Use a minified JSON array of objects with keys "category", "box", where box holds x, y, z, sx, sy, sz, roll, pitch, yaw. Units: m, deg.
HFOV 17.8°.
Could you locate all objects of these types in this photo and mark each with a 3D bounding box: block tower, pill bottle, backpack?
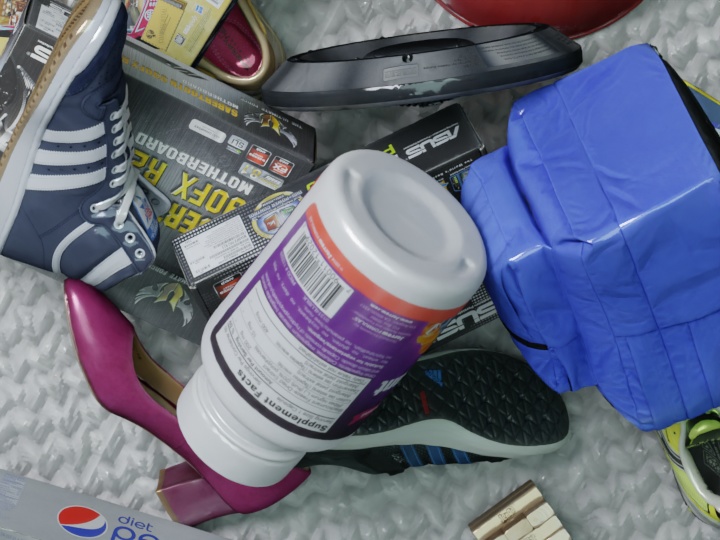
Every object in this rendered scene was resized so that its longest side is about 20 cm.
[{"category":"block tower","box":[0.147,0.237,1.496,0.058,0.054,0.200,-35,92,0]},{"category":"pill bottle","box":[-0.024,0.035,1.340,0.111,0.112,0.200,38,123,-2]},{"category":"backpack","box":[0.162,-0.006,1.378,0.167,0.163,0.200,-23,132,11]}]

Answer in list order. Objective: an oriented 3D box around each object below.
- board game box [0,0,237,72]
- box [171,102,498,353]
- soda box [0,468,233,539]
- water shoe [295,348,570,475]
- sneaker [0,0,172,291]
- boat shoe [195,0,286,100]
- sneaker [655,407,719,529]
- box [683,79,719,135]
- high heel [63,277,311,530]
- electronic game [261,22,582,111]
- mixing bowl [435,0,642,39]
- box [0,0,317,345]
[{"category":"board game box","box":[-0.171,-0.147,1.442,0.135,0.035,0.200,35,118,-2]},{"category":"box","box":[0.000,0.000,1.441,0.199,0.161,0.044,-25,49,-2]},{"category":"soda box","box":[-0.152,0.197,1.470,0.199,0.064,0.069,17,118,-2]},{"category":"water shoe","box":[0.039,0.094,1.486,0.199,0.079,0.072,5,63,-25]},{"category":"sneaker","box":[-0.149,-0.071,1.348,0.108,0.070,0.200,25,128,-9]},{"category":"boat shoe","box":[-0.122,-0.193,1.469,0.200,0.069,0.074,44,89,-3]},{"category":"sneaker","box":[0.216,0.072,1.483,0.075,0.076,0.201,-26,90,1]},{"category":"box","box":[0.267,-0.045,1.489,0.199,0.064,0.070,31,90,-3]},{"category":"high heel","box":[-0.112,0.073,1.457,0.096,0.068,0.201,-22,120,10]},{"category":"electronic game","box":[0.038,-0.121,1.411,0.199,0.200,0.042,-8,99,-2]},{"category":"mixing bowl","box":[0.121,-0.249,1.458,0.199,0.108,0.202,0,91,-3]},{"category":"box","box":[-0.150,-0.061,1.428,0.199,0.048,0.159,26,119,-15]}]
